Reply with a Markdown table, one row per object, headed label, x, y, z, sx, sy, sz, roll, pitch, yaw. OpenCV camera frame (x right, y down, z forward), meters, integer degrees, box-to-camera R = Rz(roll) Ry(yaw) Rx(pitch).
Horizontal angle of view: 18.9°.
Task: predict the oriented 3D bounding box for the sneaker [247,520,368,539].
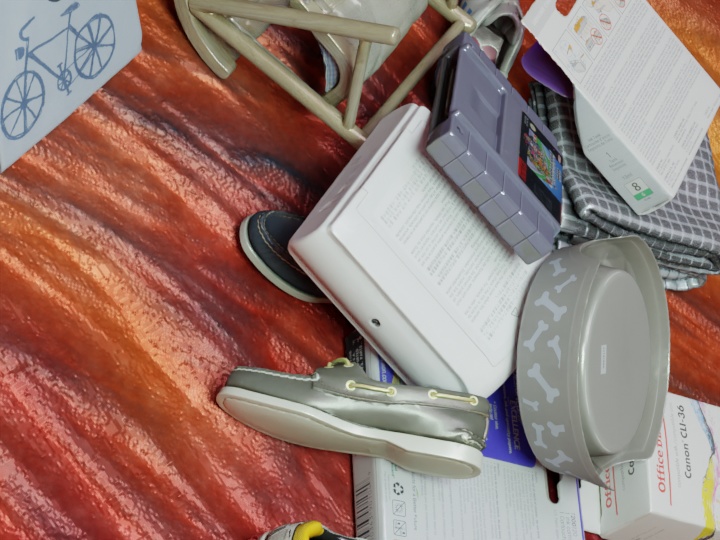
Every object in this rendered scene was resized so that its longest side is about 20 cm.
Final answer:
| label | x | y | z | sx | sy | sz | roll | pitch | yaw |
| --- | --- | --- | --- | --- | --- | --- | --- | --- | --- |
| sneaker | 0.010 | 0.244 | 1.550 | 0.200 | 0.082 | 0.078 | 31 | 51 | -22 |

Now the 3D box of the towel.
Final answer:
| label | x | y | z | sx | sy | sz | roll | pitch | yaw |
| --- | --- | --- | --- | --- | --- | --- | --- | --- | --- |
| towel | 0.229 | -0.080 | 1.894 | 0.200 | 0.086 | 0.166 | 12 | 59 | -32 |

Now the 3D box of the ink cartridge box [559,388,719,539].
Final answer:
| label | x | y | z | sx | sy | sz | roll | pitch | yaw |
| --- | --- | --- | --- | --- | --- | --- | --- | --- | --- |
| ink cartridge box | 0.259 | 0.169 | 1.792 | 0.200 | 0.067 | 0.117 | 16 | 58 | -31 |

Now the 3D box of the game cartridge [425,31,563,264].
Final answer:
| label | x | y | z | sx | sy | sz | roll | pitch | yaw |
| --- | --- | --- | --- | --- | --- | --- | --- | --- | --- |
| game cartridge | 0.108 | -0.098 | 1.678 | 0.130 | 0.038 | 0.200 | 44 | 24 | -16 |

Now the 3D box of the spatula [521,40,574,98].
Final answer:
| label | x | y | z | sx | sy | sz | roll | pitch | yaw |
| --- | --- | --- | --- | --- | --- | --- | --- | --- | --- |
| spatula | 0.184 | -0.191 | 1.889 | 0.056 | 0.021 | 0.200 | 31 | 23 | 6 |

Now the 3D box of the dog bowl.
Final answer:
| label | x | y | z | sx | sy | sz | roll | pitch | yaw |
| --- | --- | --- | --- | --- | --- | --- | --- | --- | --- |
| dog bowl | 0.181 | 0.070 | 1.681 | 0.200 | 0.059 | 0.201 | -3 | 94 | -62 |

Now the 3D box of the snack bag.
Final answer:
| label | x | y | z | sx | sy | sz | roll | pitch | yaw |
| --- | --- | --- | --- | --- | --- | --- | --- | --- | --- |
| snack bag | -0.227 | -0.196 | 1.561 | 0.021 | 0.200 | 0.189 | 18 | 43 | 25 |

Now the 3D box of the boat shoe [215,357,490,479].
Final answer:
| label | x | y | z | sx | sy | sz | roll | pitch | yaw |
| --- | --- | --- | --- | --- | --- | --- | --- | --- | --- |
| boat shoe | -0.004 | 0.101 | 1.590 | 0.201 | 0.072 | 0.060 | 14 | 69 | -1 |

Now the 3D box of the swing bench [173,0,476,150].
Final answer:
| label | x | y | z | sx | sy | sz | roll | pitch | yaw |
| --- | --- | --- | --- | --- | --- | --- | --- | --- | --- |
| swing bench | -0.024 | -0.231 | 1.744 | 0.200 | 0.130 | 0.199 | 27 | 47 | 13 |

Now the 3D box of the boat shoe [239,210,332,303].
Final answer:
| label | x | y | z | sx | sy | sz | roll | pitch | yaw |
| --- | --- | --- | --- | --- | --- | --- | --- | --- | --- |
| boat shoe | 0.000 | 0.000 | 1.689 | 0.200 | 0.062 | 0.075 | 30 | 51 | -22 |

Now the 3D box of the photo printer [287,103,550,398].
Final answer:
| label | x | y | z | sx | sy | sz | roll | pitch | yaw |
| --- | --- | --- | --- | --- | --- | --- | --- | --- | --- |
| photo printer | 0.057 | -0.004 | 1.646 | 0.200 | 0.069 | 0.167 | 48 | 52 | -17 |

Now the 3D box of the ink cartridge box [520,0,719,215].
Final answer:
| label | x | y | z | sx | sy | sz | roll | pitch | yaw |
| --- | --- | --- | --- | --- | --- | --- | --- | --- | --- |
| ink cartridge box | 0.214 | -0.169 | 1.835 | 0.200 | 0.050 | 0.161 | 46 | 45 | -13 |

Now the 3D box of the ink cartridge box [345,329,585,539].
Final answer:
| label | x | y | z | sx | sy | sz | roll | pitch | yaw |
| --- | --- | --- | --- | --- | --- | --- | --- | --- | --- |
| ink cartridge box | 0.083 | 0.152 | 1.683 | 0.200 | 0.043 | 0.199 | 14 | 59 | -31 |

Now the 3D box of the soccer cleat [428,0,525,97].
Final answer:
| label | x | y | z | sx | sy | sz | roll | pitch | yaw |
| --- | --- | --- | --- | --- | --- | --- | --- | --- | --- |
| soccer cleat | 0.117 | -0.221 | 1.884 | 0.070 | 0.086 | 0.200 | 30 | 51 | -21 |
